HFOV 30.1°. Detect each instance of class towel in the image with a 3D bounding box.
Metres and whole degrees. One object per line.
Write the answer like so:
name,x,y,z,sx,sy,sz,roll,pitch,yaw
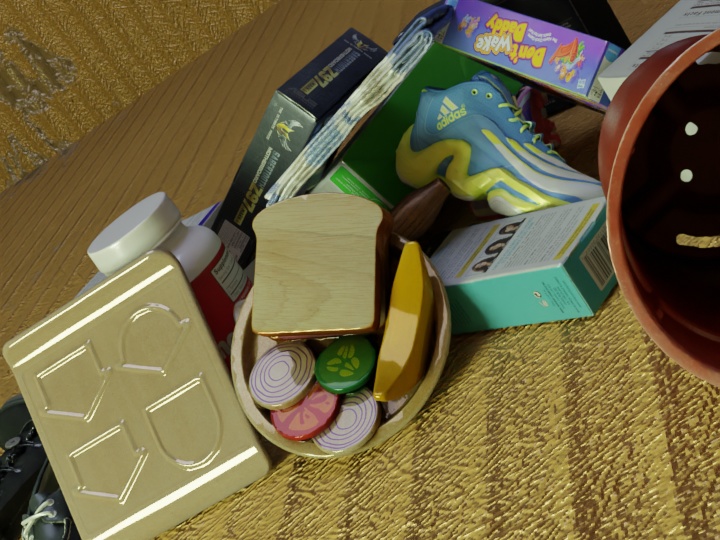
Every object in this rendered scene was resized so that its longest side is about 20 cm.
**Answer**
towel,0.002,-0.133,1.094,0.200,0.024,0.147,-47,3,19

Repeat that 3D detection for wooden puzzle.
wooden puzzle,-0.181,0.111,1.099,0.184,0.202,0.046,-30,-8,19

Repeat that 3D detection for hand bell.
hand bell,0.000,0.000,1.093,0.200,0.104,0.104,-43,16,15

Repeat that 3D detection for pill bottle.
pill bottle,-0.145,0.036,1.171,0.111,0.201,0.113,-32,19,12

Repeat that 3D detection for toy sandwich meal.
toy sandwich meal,-0.023,0.038,1.007,0.202,0.070,0.208,-9,65,20

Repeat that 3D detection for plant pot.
plant pot,0.224,-0.054,0.768,0.199,0.202,0.195,-33,10,8

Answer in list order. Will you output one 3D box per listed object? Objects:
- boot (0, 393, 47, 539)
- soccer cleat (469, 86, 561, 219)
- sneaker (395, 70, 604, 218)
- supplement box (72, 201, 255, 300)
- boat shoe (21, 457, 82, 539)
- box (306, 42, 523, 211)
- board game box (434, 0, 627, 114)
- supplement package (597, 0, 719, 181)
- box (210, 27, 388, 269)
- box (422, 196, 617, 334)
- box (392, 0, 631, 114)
boot,-0.370,0.214,1.385,0.164,0.066,0.201,-25,27,37
soccer cleat,0.139,-0.110,1.211,0.075,0.067,0.201,-14,30,15
sneaker,0.117,-0.103,1.080,0.198,0.107,0.075,15,14,28
supplement box,-0.212,0.019,1.487,0.198,0.102,0.104,-22,23,37
boat shoe,-0.271,0.220,1.181,0.075,0.061,0.200,-33,19,9
box,0.037,-0.104,1.256,0.201,0.096,0.176,-53,6,-28
board game box,0.169,-0.169,1.107,0.199,0.133,0.045,32,102,50
supplement package,0.294,-0.160,0.982,0.200,0.114,0.109,-41,21,-15
box,-0.060,-0.113,1.256,0.201,0.051,0.158,-59,-5,39
box,0.113,0.001,1.028,0.199,0.049,0.082,-12,31,52
box,0.153,-0.226,1.350,0.198,0.142,0.079,-20,24,39
